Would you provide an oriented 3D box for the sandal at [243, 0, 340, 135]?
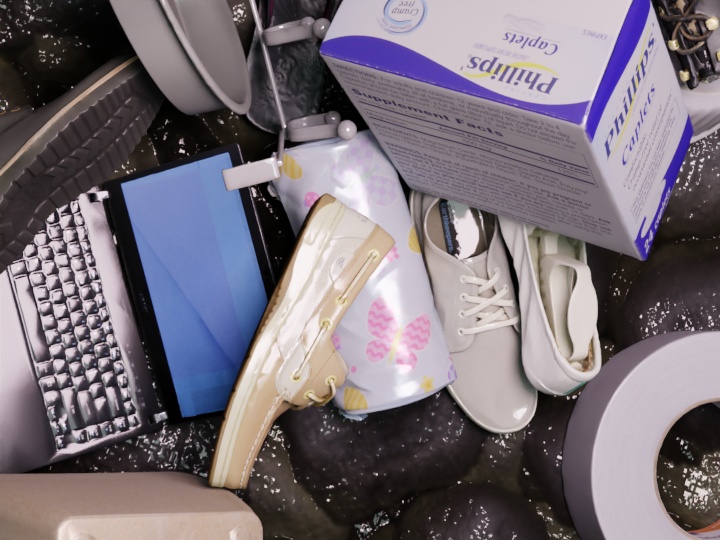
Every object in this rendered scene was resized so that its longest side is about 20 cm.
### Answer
[{"bbox_3d":[-0.042,-0.195,1.228,0.075,0.048,0.202,4,88,-13],"label":"sandal"}]

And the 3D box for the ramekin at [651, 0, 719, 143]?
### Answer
[{"bbox_3d":[0.215,-0.191,1.229,0.198,0.105,0.202,2,83,-16],"label":"ramekin"}]

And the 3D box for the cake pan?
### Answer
[{"bbox_3d":[-0.129,-0.189,1.141,0.036,0.200,0.202,-22,94,9],"label":"cake pan"}]

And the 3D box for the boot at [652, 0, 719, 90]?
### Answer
[{"bbox_3d":[0.190,-0.188,1.098,0.203,0.073,0.155,-29,97,-49],"label":"boot"}]

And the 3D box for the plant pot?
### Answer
[{"bbox_3d":[-0.157,0.221,1.088,0.198,0.177,0.202,3,79,-31],"label":"plant pot"}]

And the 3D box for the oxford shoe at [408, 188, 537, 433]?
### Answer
[{"bbox_3d":[0.082,0.021,1.250,0.075,0.058,0.202,-16,95,-17],"label":"oxford shoe"}]

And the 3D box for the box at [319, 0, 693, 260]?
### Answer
[{"bbox_3d":[0.099,-0.113,1.115,0.183,0.200,0.106,18,75,26],"label":"box"}]

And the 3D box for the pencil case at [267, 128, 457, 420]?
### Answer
[{"bbox_3d":[0.000,0.000,1.217,0.090,0.083,0.202,-17,93,-4],"label":"pencil case"}]

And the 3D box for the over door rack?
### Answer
[{"bbox_3d":[-0.054,-0.144,1.113,0.066,0.200,0.149,-13,102,13],"label":"over door rack"}]

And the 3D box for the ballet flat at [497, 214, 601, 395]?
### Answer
[{"bbox_3d":[0.137,-0.014,1.220,0.069,0.069,0.202,-7,89,-14],"label":"ballet flat"}]

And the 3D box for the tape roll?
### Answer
[{"bbox_3d":[0.250,0.144,1.284,0.198,0.066,0.202,0,89,-14],"label":"tape roll"}]

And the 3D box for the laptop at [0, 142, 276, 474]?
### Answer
[{"bbox_3d":[-0.164,0.029,1.164,0.199,0.103,0.179,-16,92,-23],"label":"laptop"}]

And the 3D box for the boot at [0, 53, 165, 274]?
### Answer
[{"bbox_3d":[-0.238,-0.098,1.144,0.200,0.078,0.138,-42,64,-10],"label":"boot"}]

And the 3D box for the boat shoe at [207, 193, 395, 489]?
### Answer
[{"bbox_3d":[-0.037,0.053,1.122,0.066,0.074,0.201,24,86,-3],"label":"boat shoe"}]
